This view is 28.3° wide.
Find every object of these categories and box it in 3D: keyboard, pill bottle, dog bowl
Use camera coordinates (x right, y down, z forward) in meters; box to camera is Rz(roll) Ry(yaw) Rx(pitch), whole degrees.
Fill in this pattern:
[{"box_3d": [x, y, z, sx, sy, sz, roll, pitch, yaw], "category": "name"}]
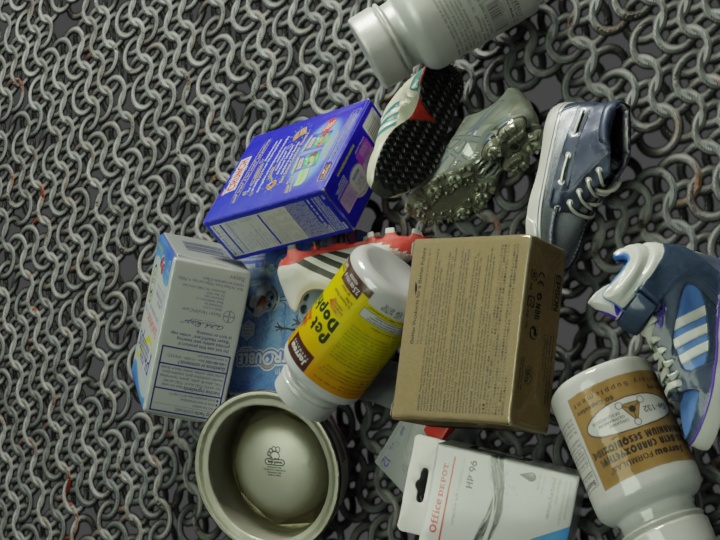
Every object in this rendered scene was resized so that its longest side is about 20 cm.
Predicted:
[{"box_3d": [-0.010, 0.124, 1.770, 0.199, 0.011, 0.057, 16, 98, 41], "category": "keyboard"}, {"box_3d": [-0.015, 0.077, 1.648, 0.201, 0.109, 0.109, -54, 54, 21], "category": "pill bottle"}, {"box_3d": [0.279, 0.199, 1.445, 0.114, 0.114, 0.202, -35, 62, 30], "category": "pill bottle"}, {"box_3d": [0.092, -0.297, 1.629, 0.199, 0.114, 0.115, -30, 61, 2], "category": "pill bottle"}, {"box_3d": [-0.100, 0.240, 1.749, 0.198, 0.074, 0.203, 2, 96, 24], "category": "dog bowl"}]

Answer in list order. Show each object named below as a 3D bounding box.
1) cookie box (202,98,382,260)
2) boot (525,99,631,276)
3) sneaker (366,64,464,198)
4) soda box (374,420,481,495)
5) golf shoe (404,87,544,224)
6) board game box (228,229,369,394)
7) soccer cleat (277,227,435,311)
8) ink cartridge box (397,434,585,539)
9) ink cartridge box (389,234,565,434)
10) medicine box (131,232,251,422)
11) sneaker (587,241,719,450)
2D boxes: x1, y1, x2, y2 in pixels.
[{"box_3d": [-0.074, -0.111, 1.766, 0.199, 0.075, 0.172, -12, 38, 37], "category": "cookie box"}, {"box_3d": [0.239, -0.088, 1.551, 0.090, 0.072, 0.202, 0, 82, 48], "category": "boot"}, {"box_3d": [0.053, -0.157, 1.690, 0.093, 0.070, 0.201, -30, 30, 58], "category": "sneaker"}, {"box_3d": [0.101, 0.161, 1.631, 0.063, 0.068, 0.201, 42, 109, 36], "category": "soda box"}, {"box_3d": [0.130, -0.132, 1.670, 0.199, 0.078, 0.098, -36, 40, 28], "category": "golf shoe"}, {"box_3d": [-0.078, 0.056, 1.803, 0.198, 0.043, 0.201, -6, 75, 38], "category": "board game box"}, {"box_3d": [0.000, 0.000, 1.709, 0.198, 0.069, 0.086, -9, 86, 3], "category": "soccer cleat"}, {"box_3d": [0.134, 0.253, 1.542, 0.198, 0.068, 0.117, 11, 90, 18], "category": "ink cartridge box"}, {"box_3d": [0.126, 0.068, 1.530, 0.164, 0.075, 0.202, -1, 77, 43], "category": "ink cartridge box"}, {"box_3d": [-0.220, 0.071, 1.831, 0.182, 0.102, 0.202, -142, 65, -73], "category": "medicine box"}, {"box_3d": [0.295, 0.070, 1.432, 0.145, 0.081, 0.202, 10, 76, 4], "category": "sneaker"}]
